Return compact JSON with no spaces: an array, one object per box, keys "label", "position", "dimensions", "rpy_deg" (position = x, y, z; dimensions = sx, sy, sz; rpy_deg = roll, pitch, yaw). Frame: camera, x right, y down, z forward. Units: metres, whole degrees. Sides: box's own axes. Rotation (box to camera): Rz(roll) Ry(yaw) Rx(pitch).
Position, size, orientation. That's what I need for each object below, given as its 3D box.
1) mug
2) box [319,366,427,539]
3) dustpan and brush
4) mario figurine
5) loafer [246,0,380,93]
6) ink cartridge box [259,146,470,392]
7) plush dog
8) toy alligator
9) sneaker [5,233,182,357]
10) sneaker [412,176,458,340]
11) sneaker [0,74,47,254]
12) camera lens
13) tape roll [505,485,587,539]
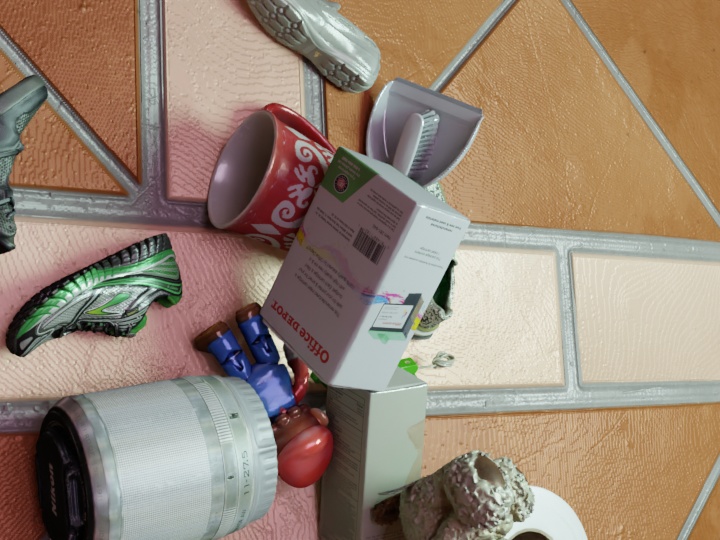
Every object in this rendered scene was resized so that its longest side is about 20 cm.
[{"label":"mug","position":[-0.047,-0.094,1.204],"dimensions":[0.198,0.133,0.180],"rpy_deg":[24,71,-31]},{"label":"box","position":[0.012,0.208,1.170],"dimensions":[0.077,0.095,0.203],"rpy_deg":[-4,106,-31]},{"label":"dustpan and brush","position":[0.050,-0.120,1.298],"dimensions":[0.057,0.138,0.203],"rpy_deg":[-4,116,-61]},{"label":"mario figurine","position":[-0.102,0.142,1.169],"dimensions":[0.202,0.122,0.106],"rpy_deg":[62,18,1]},{"label":"loafer","position":[-0.054,-0.290,1.272],"dimensions":[0.199,0.069,0.071],"rpy_deg":[38,58,-31]},{"label":"ink cartridge box","position":[0.000,0.000,1.096],"dimensions":[0.083,0.145,0.202],"rpy_deg":[14,107,-43]},{"label":"plush dog","position":[0.107,0.289,1.080],"dimensions":[0.174,0.159,0.200],"rpy_deg":[69,12,19]},{"label":"toy alligator","position":[0.025,0.131,1.258],"dimensions":[0.198,0.059,0.055],"rpy_deg":[-3,123,-34]},{"label":"sneaker","position":[-0.257,0.036,1.070],"dimensions":[0.199,0.078,0.086],"rpy_deg":[-29,98,-34]},{"label":"sneaker","position":[0.094,-0.020,1.306],"dimensions":[0.076,0.088,0.203],"rpy_deg":[8,76,-32]},{"label":"sneaker","position":[-0.350,-0.091,1.034],"dimensions":[0.114,0.076,0.200],"rpy_deg":[45,64,-21]},{"label":"camera lens","position":[-0.199,0.188,1.032],"dimensions":[0.198,0.159,0.163],"rpy_deg":[-7,85,-34]},{"label":"tape roll","position":[0.152,0.351,1.251],"dimensions":[0.200,0.139,0.206],"rpy_deg":[7,77,-32]}]
